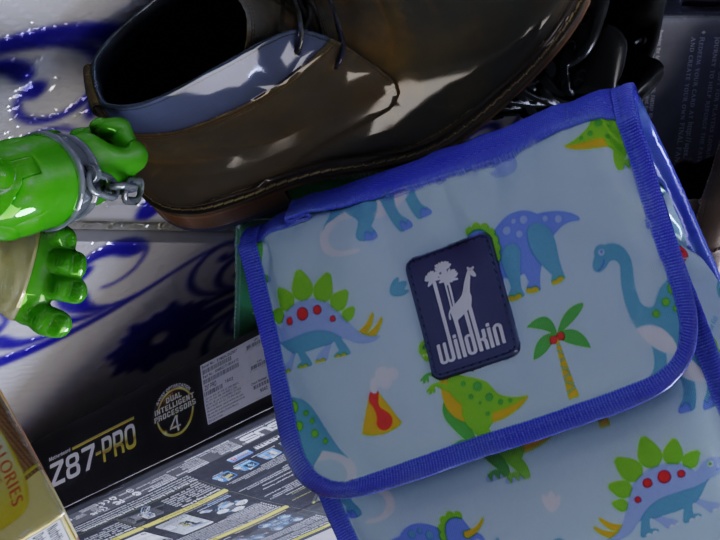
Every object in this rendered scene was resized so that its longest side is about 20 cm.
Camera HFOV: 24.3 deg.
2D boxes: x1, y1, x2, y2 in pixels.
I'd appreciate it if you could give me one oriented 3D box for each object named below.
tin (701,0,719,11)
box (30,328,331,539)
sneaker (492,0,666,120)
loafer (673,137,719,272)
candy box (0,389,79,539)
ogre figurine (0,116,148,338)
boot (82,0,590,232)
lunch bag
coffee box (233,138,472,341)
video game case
[{"bbox_3d":[0.231,-0.118,0.837,0.111,0.042,0.201,-11,135,19],"label":"tin"},{"bbox_3d":[-0.067,0.102,0.852,0.199,0.050,0.161,-28,147,27],"label":"box"},{"bbox_3d":[0.069,-0.094,0.690,0.200,0.100,0.069,-45,154,22],"label":"sneaker"},{"bbox_3d":[0.169,-0.023,0.830,0.201,0.070,0.073,-63,178,30],"label":"loafer"},{"bbox_3d":[-0.224,0.106,0.652,0.199,0.116,0.055,-30,159,-13],"label":"candy box"},{"bbox_3d":[-0.175,0.008,0.560,0.198,0.099,0.120,-10,177,13],"label":"ogre figurine"},{"bbox_3d":[-0.008,-0.083,0.624,0.199,0.075,0.097,-28,157,6],"label":"boot"},{"bbox_3d":[0.064,0.046,0.651,0.168,0.202,0.128,-19,-166,17],"label":"lunch bag"},{"bbox_3d":[0.000,0.000,0.770,0.121,0.044,0.200,-1,158,-4],"label":"coffee box"},{"bbox_3d":[0.200,-0.070,0.837,0.197,0.019,0.144,0,129,1],"label":"video game case"}]
